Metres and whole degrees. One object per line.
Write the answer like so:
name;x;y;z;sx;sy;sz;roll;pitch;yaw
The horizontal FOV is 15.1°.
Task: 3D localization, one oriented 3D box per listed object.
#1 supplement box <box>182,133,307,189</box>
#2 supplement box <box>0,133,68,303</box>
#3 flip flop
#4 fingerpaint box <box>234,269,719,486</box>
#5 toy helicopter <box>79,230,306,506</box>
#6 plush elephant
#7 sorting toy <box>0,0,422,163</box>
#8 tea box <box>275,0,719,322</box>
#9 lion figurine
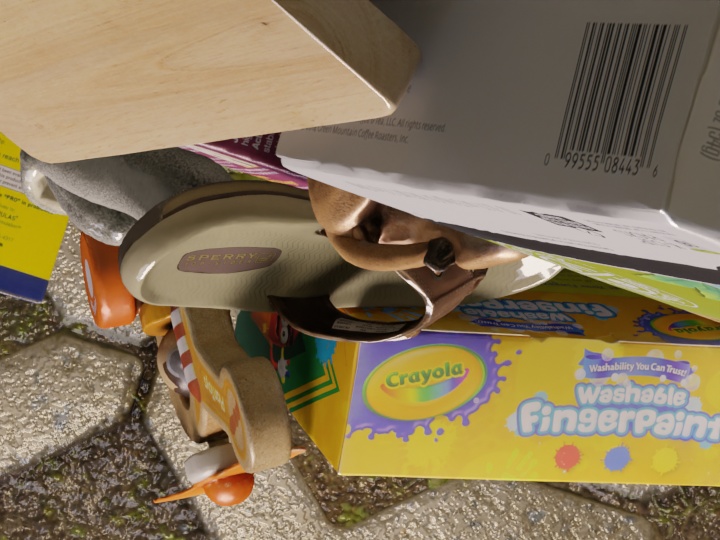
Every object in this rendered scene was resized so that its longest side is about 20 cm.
supplement box;-0.021;-0.092;1.361;0.200;0.103;0.131;17;180;-13
supplement box;-0.214;-0.098;1.477;0.109;0.200;0.109;19;177;-41
flip flop;0.000;0.000;1.094;0.200;0.081;0.058;-1;-131;-30
fingerpaint box;0.061;0.035;1.242;0.200;0.074;0.167;3;-162;-21
toy helicopter;-0.063;0.052;1.177;0.079;0.133;0.200;-9;-166;-13
plush elephant;-0.101;-0.099;1.180;0.200;0.165;0.155;6;-168;23
sorting toy;-0.097;-0.121;0.734;0.199;0.070;0.200;40;157;-26
tea box;0.118;-0.055;0.719;0.196;0.134;0.200;18;178;-28
lion figurine;0.017;-0.066;0.935;0.072;0.200;0.122;41;142;-26
